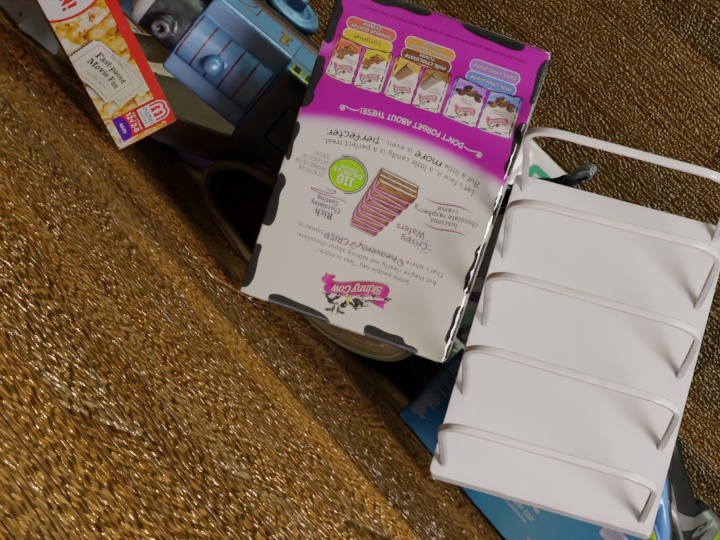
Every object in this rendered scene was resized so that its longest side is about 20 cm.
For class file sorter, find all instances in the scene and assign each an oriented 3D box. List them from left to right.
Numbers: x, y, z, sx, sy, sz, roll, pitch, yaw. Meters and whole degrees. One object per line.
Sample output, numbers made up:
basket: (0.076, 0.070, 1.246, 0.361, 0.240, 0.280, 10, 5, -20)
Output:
file sorter: (0.133, 0.033, 1.191, 0.138, 0.201, 0.125, 15, -17, 8)

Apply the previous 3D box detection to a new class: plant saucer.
plant saucer: (-0.118, -0.121, 1.464, 0.199, 0.032, 0.200, 19, 19, -7)

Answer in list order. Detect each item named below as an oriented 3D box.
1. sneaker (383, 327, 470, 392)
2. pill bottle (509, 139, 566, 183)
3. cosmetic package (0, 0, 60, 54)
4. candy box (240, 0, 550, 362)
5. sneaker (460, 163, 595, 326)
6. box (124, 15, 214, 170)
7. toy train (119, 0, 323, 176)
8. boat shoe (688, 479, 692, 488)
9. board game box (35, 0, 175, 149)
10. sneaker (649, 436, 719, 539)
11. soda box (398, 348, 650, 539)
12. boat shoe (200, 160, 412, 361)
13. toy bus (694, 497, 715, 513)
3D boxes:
sneaker: (0.059, 0.055, 1.547, 0.098, 0.071, 0.200, 46, 6, -3)
pill bottle: (0.063, -0.041, 1.645, 0.113, 0.200, 0.113, 44, 5, -4)
cosmetic package: (-0.182, -0.257, 1.446, 0.083, 0.200, 0.051, 47, 5, 38)
candy box: (0.022, -0.060, 1.242, 0.136, 0.201, 0.061, 20, 5, 4)
sneaker: (0.140, -0.004, 1.323, 0.199, 0.140, 0.078, 22, 29, 6)
box: (-0.176, -0.159, 1.618, 0.200, 0.039, 0.137, 45, 5, 15)
toy train: (-0.072, -0.144, 1.358, 0.200, 0.087, 0.114, 40, 26, -7)
boat shoe: (0.181, 0.099, 1.443, 0.201, 0.066, 0.072, 47, -28, -23)
board game box: (-0.194, -0.196, 1.289, 0.152, 0.046, 0.200, 60, -5, 40)
sneaker: (0.215, 0.185, 1.320, 0.071, 0.083, 0.200, -13, -80, 59)
soda box: (0.112, 0.142, 1.299, 0.068, 0.064, 0.200, 38, 8, -49)
boat shoe: (-0.036, -0.008, 1.349, 0.200, 0.074, 0.066, 35, 3, 32)
toy bus: (0.191, 0.170, 1.393, 0.200, 0.078, 0.065, 52, 21, -20)
